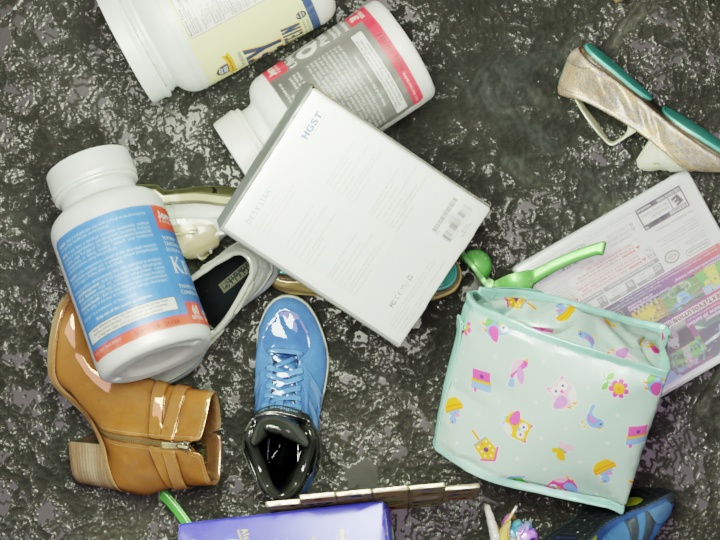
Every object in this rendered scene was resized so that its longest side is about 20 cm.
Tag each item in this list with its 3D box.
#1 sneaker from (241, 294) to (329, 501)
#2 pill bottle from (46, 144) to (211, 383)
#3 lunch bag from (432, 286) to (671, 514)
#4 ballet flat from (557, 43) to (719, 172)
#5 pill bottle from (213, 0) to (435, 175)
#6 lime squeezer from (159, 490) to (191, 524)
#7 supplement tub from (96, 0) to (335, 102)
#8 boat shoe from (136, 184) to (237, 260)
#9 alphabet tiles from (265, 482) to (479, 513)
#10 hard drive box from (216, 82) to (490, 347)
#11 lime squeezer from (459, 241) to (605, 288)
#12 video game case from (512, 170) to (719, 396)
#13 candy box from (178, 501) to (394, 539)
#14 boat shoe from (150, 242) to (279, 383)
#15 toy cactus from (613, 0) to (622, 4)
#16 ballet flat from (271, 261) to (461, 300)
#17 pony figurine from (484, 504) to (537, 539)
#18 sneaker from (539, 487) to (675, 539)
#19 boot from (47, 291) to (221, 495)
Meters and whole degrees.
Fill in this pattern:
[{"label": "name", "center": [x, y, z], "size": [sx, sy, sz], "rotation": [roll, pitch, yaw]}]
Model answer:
[{"label": "sneaker", "center": [-0.070, 0.124, 1.697], "size": [0.076, 0.111, 0.202], "rotation": [4, 89, 0]}, {"label": "pill bottle", "center": [-0.219, -0.008, 1.628], "size": [0.111, 0.112, 0.202], "rotation": [-21, 77, 0]}, {"label": "lunch bag", "center": [0.175, 0.115, 1.668], "size": [0.198, 0.122, 0.172], "rotation": [15, 115, 4]}, {"label": "ballet flat", "center": [0.276, -0.140, 1.732], "size": [0.199, 0.068, 0.067], "rotation": [38, 109, 6]}, {"label": "pill bottle", "center": [-0.037, -0.160, 1.700], "size": [0.199, 0.111, 0.111], "rotation": [-34, 89, -2]}, {"label": "lime squeezer", "center": [-0.111, 0.279, 1.730], "size": [0.198, 0.038, 0.071], "rotation": [18, 78, 10]}, {"label": "supplement tub", "center": [-0.139, -0.261, 1.686], "size": [0.199, 0.145, 0.146], "rotation": [-28, 89, 0]}, {"label": "boat shoe", "center": [-0.161, -0.046, 1.724], "size": [0.198, 0.075, 0.069], "rotation": [2, 98, 4]}, {"label": "alphabet tiles", "center": [0.012, 0.217, 1.669], "size": [0.198, 0.167, 0.006], "rotation": [-5, 77, 0]}, {"label": "hard drive box", "center": [-0.008, -0.052, 1.624], "size": [0.199, 0.077, 0.157], "rotation": [34, 93, -11]}, {"label": "lime squeezer", "center": [0.131, -0.014, 1.711], "size": [0.198, 0.038, 0.071], "rotation": [14, 100, 16]}, {"label": "video game case", "center": [0.277, 0.028, 1.743], "size": [0.199, 0.023, 0.183], "rotation": [-29, 89, -1]}, {"label": "candy box", "center": [-0.061, 0.312, 1.659], "size": [0.198, 0.077, 0.171], "rotation": [-7, 79, 7]}, {"label": "boat shoe", "center": [-0.159, 0.045, 1.694], "size": [0.200, 0.066, 0.072], "rotation": [-38, 84, 22]}, {"label": "toy cactus", "center": [0.308, -0.318, 1.721], "size": [0.165, 0.102, 0.201], "rotation": [-37, 98, 9]}, {"label": "ballet flat", "center": [0.000, 0.000, 1.723], "size": [0.198, 0.063, 0.069], "rotation": [8, 66, 5]}, {"label": "pony figurine", "center": [0.134, 0.347, 1.688], "size": [0.193, 0.166, 0.200], "rotation": [45, 105, 8]}, {"label": "sneaker", "center": [0.235, 0.266, 1.679], "size": [0.066, 0.199, 0.079], "rotation": [-6, 102, 42]}, {"label": "boot", "center": [-0.212, 0.117, 1.684], "size": [0.154, 0.077, 0.202], "rotation": [-1, 99, 25]}]
